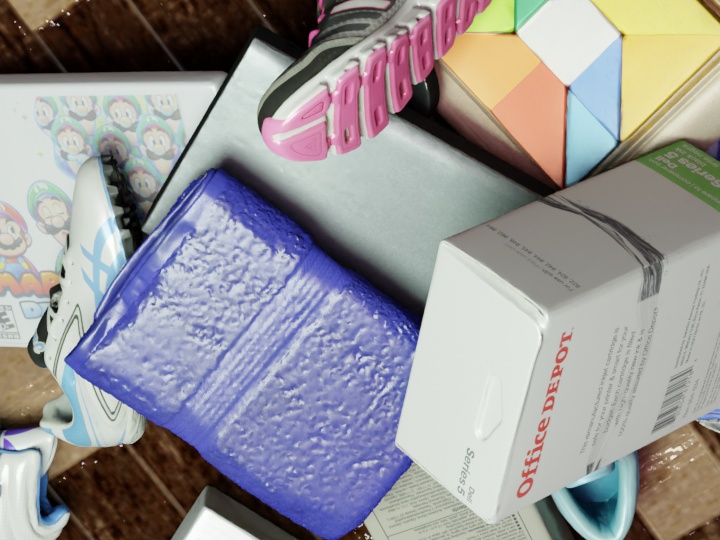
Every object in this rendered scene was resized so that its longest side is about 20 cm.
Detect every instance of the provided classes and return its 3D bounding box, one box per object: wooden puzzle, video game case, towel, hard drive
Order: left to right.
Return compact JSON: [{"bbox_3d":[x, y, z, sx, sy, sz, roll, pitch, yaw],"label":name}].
[{"bbox_3d":[-0.155,-0.033,1.386,0.200,0.024,0.182,1,119,23],"label":"video game case"},{"bbox_3d":[-0.049,0.049,1.306,0.200,0.050,0.148,37,108,-12],"label":"towel"},{"bbox_3d":[-0.005,-0.034,1.312,0.200,0.033,0.140,28,116,-9],"label":"hard drive"},{"bbox_3d":[0.123,-0.135,1.302,0.200,0.037,0.185,45,107,-1],"label":"wooden puzzle"}]

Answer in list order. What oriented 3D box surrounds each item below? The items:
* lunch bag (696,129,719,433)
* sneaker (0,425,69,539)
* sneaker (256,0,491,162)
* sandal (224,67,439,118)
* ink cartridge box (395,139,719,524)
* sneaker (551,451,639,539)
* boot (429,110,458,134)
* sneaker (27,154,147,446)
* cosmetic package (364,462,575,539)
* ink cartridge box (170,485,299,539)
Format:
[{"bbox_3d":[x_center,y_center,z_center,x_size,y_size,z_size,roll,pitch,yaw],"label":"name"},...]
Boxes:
[{"bbox_3d":[0.241,0.002,1.372,0.160,0.076,0.200,8,110,5],"label":"lunch bag"},{"bbox_3d":[-0.270,0.108,1.467,0.146,0.081,0.200,-25,103,6],"label":"sneaker"},{"bbox_3d":[-0.001,-0.140,1.247,0.087,0.200,0.074,33,154,20],"label":"sneaker"},{"bbox_3d":[-0.047,-0.089,1.349,0.200,0.048,0.075,-19,103,36],"label":"sandal"},{"bbox_3d":[0.126,0.031,1.256,0.084,0.200,0.146,38,132,33],"label":"ink cartridge box"},{"bbox_3d":[0.132,0.084,1.384,0.074,0.082,0.200,-23,125,5],"label":"sneaker"},{"bbox_3d":[0.000,0.000,1.400,0.200,0.066,0.175,-29,105,17],"label":"boot"},{"bbox_3d":[-0.162,0.023,1.360,0.072,0.072,0.200,0,123,-6],"label":"sneaker"},{"bbox_3d":[0.062,0.147,1.420,0.103,0.073,0.200,-20,123,11],"label":"cosmetic package"},{"bbox_3d":[-0.105,0.256,1.480,0.116,0.067,0.200,32,95,-7],"label":"ink cartridge box"}]
